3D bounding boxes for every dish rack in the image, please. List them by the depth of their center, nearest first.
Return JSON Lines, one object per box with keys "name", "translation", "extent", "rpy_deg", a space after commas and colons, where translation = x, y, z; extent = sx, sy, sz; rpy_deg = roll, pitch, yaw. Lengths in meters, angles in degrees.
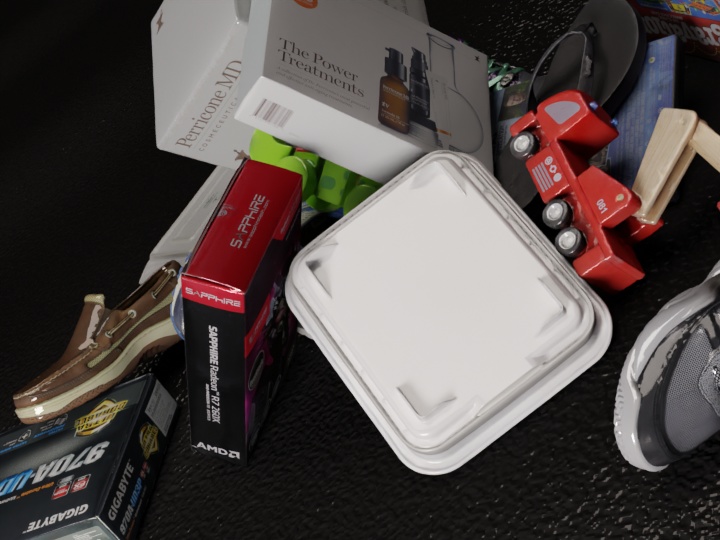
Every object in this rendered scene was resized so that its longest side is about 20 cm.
{"name": "dish rack", "translation": [0.051, 0.016, 0.837], "extent": [0.171, 0.044, 0.200], "rpy_deg": [-37, 61, -2]}

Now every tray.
{"name": "tray", "translation": [-0.150, -0.066, 1.293], "extent": [0.107, 0.022, 0.200], "rpy_deg": [-4, 43, 43]}

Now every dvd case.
{"name": "dvd case", "translation": [0.155, -0.096, 0.967], "extent": [0.200, 0.018, 0.143], "rpy_deg": [-13, 55, 36]}

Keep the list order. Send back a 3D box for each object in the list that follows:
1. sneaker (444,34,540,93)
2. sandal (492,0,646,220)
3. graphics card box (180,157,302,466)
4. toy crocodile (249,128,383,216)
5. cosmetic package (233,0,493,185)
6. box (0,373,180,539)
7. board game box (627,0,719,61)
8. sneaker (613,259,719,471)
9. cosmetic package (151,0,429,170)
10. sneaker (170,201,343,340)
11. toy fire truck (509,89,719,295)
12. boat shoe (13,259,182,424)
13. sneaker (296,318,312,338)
{"name": "sneaker", "translation": [0.101, -0.162, 1.088], "extent": [0.074, 0.088, 0.200], "rpy_deg": [-46, 30, -16]}
{"name": "sandal", "translation": [0.154, -0.128, 0.943], "extent": [0.076, 0.043, 0.200], "rpy_deg": [18, 76, 47]}
{"name": "graphics card box", "translation": [-0.085, 0.034, 0.910], "extent": [0.051, 0.200, 0.126], "rpy_deg": [15, 46, 7]}
{"name": "toy crocodile", "translation": [-0.007, -0.069, 1.008], "extent": [0.200, 0.067, 0.062], "rpy_deg": [24, 97, 32]}
{"name": "cosmetic package", "translation": [0.007, -0.143, 0.960], "extent": [0.052, 0.200, 0.151], "rpy_deg": [-49, 29, 40]}
{"name": "box", "translation": [-0.254, 0.180, 1.025], "extent": [0.200, 0.046, 0.159], "rpy_deg": [-22, 32, 25]}
{"name": "board game box", "translation": [0.255, -0.210, 0.975], "extent": [0.019, 0.103, 0.200], "rpy_deg": [-43, 29, -6]}
{"name": "sneaker", "translation": [0.230, 0.039, 0.670], "extent": [0.200, 0.076, 0.114], "rpy_deg": [-43, 28, -14]}
{"name": "cosmetic package", "translation": [-0.062, -0.192, 1.108], "extent": [0.167, 0.200, 0.167], "rpy_deg": [-48, 39, 42]}
{"name": "sneaker", "translation": [-0.078, -0.006, 1.076], "extent": [0.200, 0.077, 0.085], "rpy_deg": [-41, 33, -6]}
{"name": "toy fire truck", "translation": [0.191, -0.060, 0.828], "extent": [0.141, 0.049, 0.200], "rpy_deg": [-37, 50, 24]}
{"name": "boat shoe", "translation": [-0.225, 0.056, 1.086], "extent": [0.202, 0.075, 0.075], "rpy_deg": [-35, 13, -38]}
{"name": "sneaker", "translation": [0.000, 0.000, 0.963], "extent": [0.200, 0.085, 0.075], "rpy_deg": [-8, 47, 40]}
